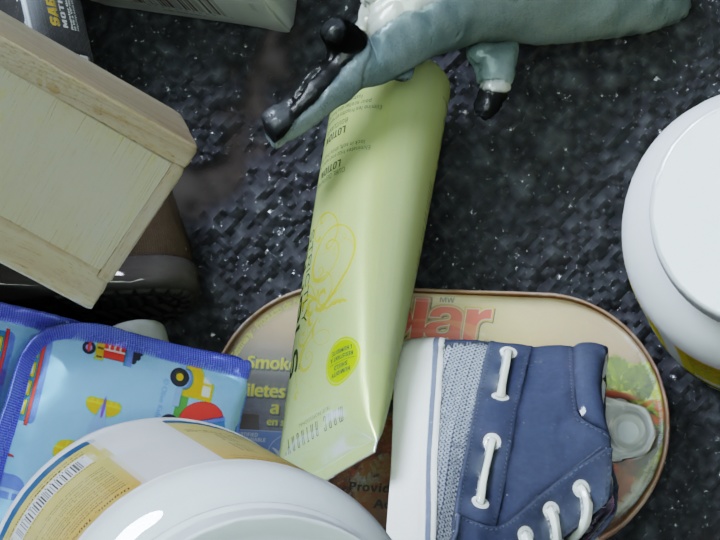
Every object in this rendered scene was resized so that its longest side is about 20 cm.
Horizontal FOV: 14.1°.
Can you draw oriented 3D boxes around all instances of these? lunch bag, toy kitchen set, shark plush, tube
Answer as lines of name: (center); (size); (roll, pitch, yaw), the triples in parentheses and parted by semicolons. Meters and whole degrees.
lunch bag: (-0.141, 0.092, 1.189); (0.199, 0.094, 0.152); (13, 87, -3)
toy kitchen set: (-0.201, -0.062, 1.191); (0.180, 0.200, 0.164); (29, 105, -25)
shark plush: (0.051, -0.104, 1.220); (0.200, 0.091, 0.084); (-33, 106, -32)
tube: (0.000, 0.000, 1.215); (0.052, 0.058, 0.201); (3, 59, 12)

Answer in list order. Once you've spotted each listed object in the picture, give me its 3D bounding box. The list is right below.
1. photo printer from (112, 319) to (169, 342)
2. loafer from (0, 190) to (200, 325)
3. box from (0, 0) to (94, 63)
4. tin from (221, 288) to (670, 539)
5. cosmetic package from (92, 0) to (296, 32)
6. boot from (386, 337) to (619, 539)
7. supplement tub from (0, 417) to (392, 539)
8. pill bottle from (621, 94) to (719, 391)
photo printer: (-0.138, 0.138, 1.252); (0.165, 0.069, 0.201); (-17, 82, 7)
loafer: (-0.168, -0.013, 1.281); (0.199, 0.073, 0.071); (-1, 73, 4)
box: (-0.218, -0.122, 1.271); (0.199, 0.048, 0.159); (-18, 81, 28)
tin: (0.034, 0.064, 1.251); (0.199, 0.042, 0.113); (3, 88, 9)
cosmetic package: (-0.065, -0.215, 1.281); (0.101, 0.074, 0.201); (10, 83, 11)
boot: (0.058, 0.108, 1.156); (0.090, 0.073, 0.201); (-2, 54, 6)
supplement tub: (-0.057, 0.136, 1.071); (0.144, 0.200, 0.146); (-1, 94, -15)
pill bottle: (0.162, -0.010, 1.156); (0.112, 0.200, 0.113); (-1, 84, 8)
